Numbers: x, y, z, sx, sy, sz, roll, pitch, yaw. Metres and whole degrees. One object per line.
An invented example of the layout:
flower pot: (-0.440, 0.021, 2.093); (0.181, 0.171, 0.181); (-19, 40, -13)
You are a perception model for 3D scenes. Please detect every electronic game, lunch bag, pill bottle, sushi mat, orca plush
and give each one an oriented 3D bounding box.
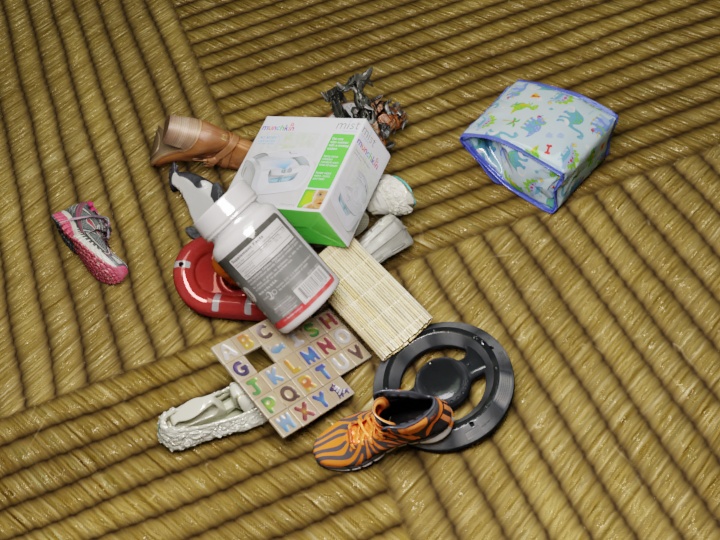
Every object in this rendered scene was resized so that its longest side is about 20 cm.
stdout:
electronic game: (0.114, 0.158, 1.318); (0.199, 0.042, 0.201); (-9, 53, 11)
lunch bag: (0.288, -0.216, 1.557); (0.200, 0.128, 0.170); (35, 62, 21)
pill bottle: (-0.133, -0.021, 1.329); (0.200, 0.114, 0.114); (48, 63, -7)
sushi mat: (0.007, 0.035, 1.382); (0.096, 0.012, 0.200); (-40, 64, -9)
orca plush: (-0.256, -0.105, 1.608); (0.200, 0.071, 0.106); (29, 104, 40)

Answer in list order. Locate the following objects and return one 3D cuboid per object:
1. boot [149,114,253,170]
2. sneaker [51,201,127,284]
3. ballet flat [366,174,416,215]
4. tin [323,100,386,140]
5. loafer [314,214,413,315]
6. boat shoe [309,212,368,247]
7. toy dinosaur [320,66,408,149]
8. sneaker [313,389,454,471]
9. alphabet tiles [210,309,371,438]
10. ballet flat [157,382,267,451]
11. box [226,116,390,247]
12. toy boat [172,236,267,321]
boot: (-0.282, -0.206, 1.663); (0.154, 0.200, 0.074); (14, 79, -22)
sneaker: (-0.437, -0.054, 1.562); (0.074, 0.081, 0.200); (-33, 52, -21)
ballet flat: (0.029, -0.118, 1.521); (0.071, 0.072, 0.200); (-23, 18, -11)
tin: (-0.031, -0.217, 1.627); (0.112, 0.042, 0.200); (37, 55, 3)
loafer: (0.000, 0.000, 1.455); (0.200, 0.070, 0.070); (-45, 95, -9)
boat shoe: (-0.086, -0.071, 1.527); (0.199, 0.075, 0.063); (-14, 55, 3)
toy dinosaur: (0.005, -0.256, 1.588); (0.102, 0.136, 0.200); (-22, 6, 27)
sneaker: (0.016, 0.198, 1.231); (0.199, 0.112, 0.078); (-22, 61, 12)
alphabet tiles: (-0.085, 0.129, 1.343); (0.199, 0.008, 0.167); (-28, 64, -37)
ballet flat: (-0.187, 0.191, 1.314); (0.199, 0.072, 0.072); (-22, 50, -11)
box: (-0.082, -0.139, 1.455); (0.199, 0.097, 0.177); (8, 63, 35)
toy boat: (-0.189, 0.000, 1.429); (0.198, 0.131, 0.131); (3, 69, 12)
